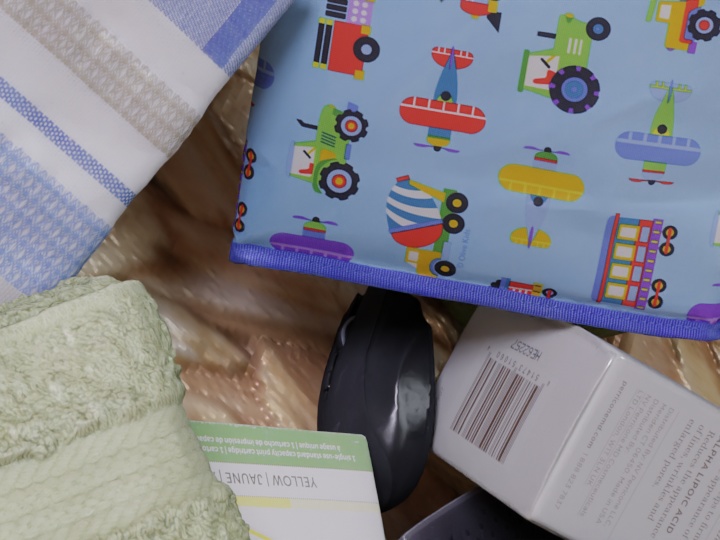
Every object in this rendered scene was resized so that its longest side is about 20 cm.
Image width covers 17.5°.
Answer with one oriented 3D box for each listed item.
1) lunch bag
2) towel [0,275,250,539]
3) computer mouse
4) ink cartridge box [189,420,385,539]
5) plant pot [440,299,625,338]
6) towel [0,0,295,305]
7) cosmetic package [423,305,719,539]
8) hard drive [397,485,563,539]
[{"bbox_3d":[0.068,-0.062,0.837,0.094,0.199,0.151,-46,149,-67],"label":"lunch bag"},{"bbox_3d":[-0.124,0.090,0.712,0.200,0.036,0.149,-20,81,-33],"label":"towel"},{"bbox_3d":[0.000,0.000,0.927,0.034,0.059,0.200,8,60,-21],"label":"computer mouse"},{"bbox_3d":[-0.044,0.153,0.804,0.145,0.048,0.200,9,62,-46],"label":"ink cartridge box"},{"bbox_3d":[0.119,-0.054,0.968,0.200,0.184,0.201,37,41,-40],"label":"plant pot"},{"bbox_3d":[-0.124,-0.058,0.743,0.200,0.024,0.147,-50,123,-4],"label":"towel"},{"bbox_3d":[0.130,0.088,0.903,0.200,0.102,0.074,27,92,-29],"label":"cosmetic package"},{"bbox_3d":[0.089,0.142,0.956,0.200,0.042,0.135,-17,84,-49],"label":"hard drive"}]
